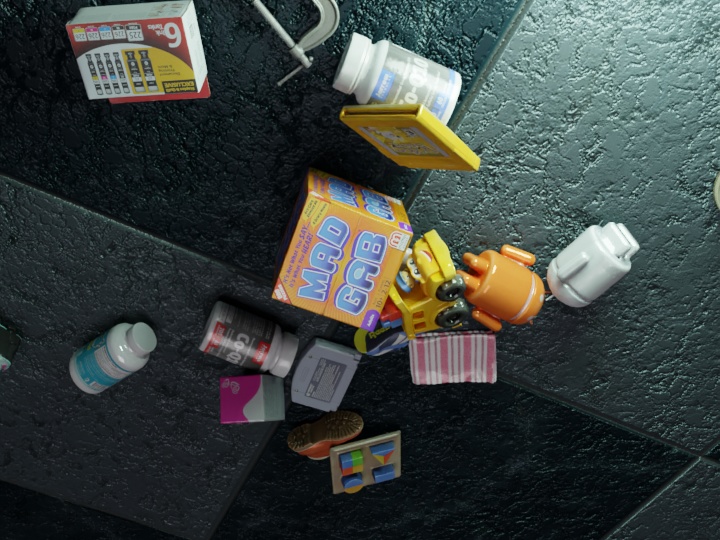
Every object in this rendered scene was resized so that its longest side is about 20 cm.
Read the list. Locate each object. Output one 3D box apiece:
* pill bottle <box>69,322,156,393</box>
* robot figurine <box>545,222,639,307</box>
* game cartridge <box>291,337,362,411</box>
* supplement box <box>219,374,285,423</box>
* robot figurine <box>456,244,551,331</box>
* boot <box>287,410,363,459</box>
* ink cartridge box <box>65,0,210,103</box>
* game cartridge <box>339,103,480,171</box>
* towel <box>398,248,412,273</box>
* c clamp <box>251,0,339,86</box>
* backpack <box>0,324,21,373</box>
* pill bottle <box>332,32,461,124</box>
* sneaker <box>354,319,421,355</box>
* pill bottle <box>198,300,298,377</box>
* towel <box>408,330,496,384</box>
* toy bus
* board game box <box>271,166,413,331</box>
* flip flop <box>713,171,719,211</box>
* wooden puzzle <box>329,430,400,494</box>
[{"bbox_3d":[-0.553,0.191,1.721,0.198,0.112,0.111,-29,121,23],"label":"pill bottle"},{"bbox_3d":[0.447,-0.007,1.500,0.168,0.114,0.200,4,138,-45],"label":"robot figurine"},{"bbox_3d":[-0.088,0.242,1.778,0.131,0.042,0.202,20,126,-6],"label":"game cartridge"},{"bbox_3d":[-0.239,0.290,1.717,0.099,0.105,0.200,-4,171,7],"label":"supplement box"},{"bbox_3d":[0.289,0.033,1.542,0.198,0.146,0.117,26,147,-16],"label":"robot figurine"},{"bbox_3d":[-0.070,0.412,1.893,0.197,0.076,0.107,-20,137,18],"label":"boot"},{"bbox_3d":[-0.371,-0.356,1.307,0.196,0.084,0.178,-3,128,5],"label":"ink cartridge box"},{"bbox_3d":[0.086,-0.224,1.312,0.175,0.033,0.199,10,166,41],"label":"game cartridge"},{"bbox_3d":[0.000,0.000,1.589,0.198,0.032,0.192,23,125,-14],"label":"towel"},{"bbox_3d":[-0.128,-0.426,1.273,0.169,0.027,0.201,-25,122,21],"label":"c clamp"},{"bbox_3d":[-0.896,0.193,1.724,0.198,0.155,0.176,-27,127,30],"label":"backpack"},{"bbox_3d":[0.060,-0.316,1.290,0.197,0.115,0.115,20,127,-12],"label":"pill bottle"},{"bbox_3d":[0.085,0.126,1.655,0.197,0.075,0.082,-23,152,9],"label":"sneaker"},{"bbox_3d":[-0.242,0.155,1.670,0.197,0.115,0.115,23,126,-13],"label":"pill bottle"},{"bbox_3d":[0.208,0.201,1.729,0.196,0.030,0.148,-4,126,7],"label":"towel"},{"bbox_3d":[0.102,0.041,1.501,0.189,0.137,0.201,-19,144,-4],"label":"toy bus"},{"bbox_3d":[-0.038,-0.044,1.419,0.197,0.200,0.202,19,109,-10],"label":"board game box"},{"bbox_3d":[0.706,-0.179,1.387,0.080,0.058,0.202,7,127,-2],"label":"flip flop"},{"bbox_3d":[0.018,0.492,1.915,0.182,0.047,0.202,-12,133,-12],"label":"wooden puzzle"}]
